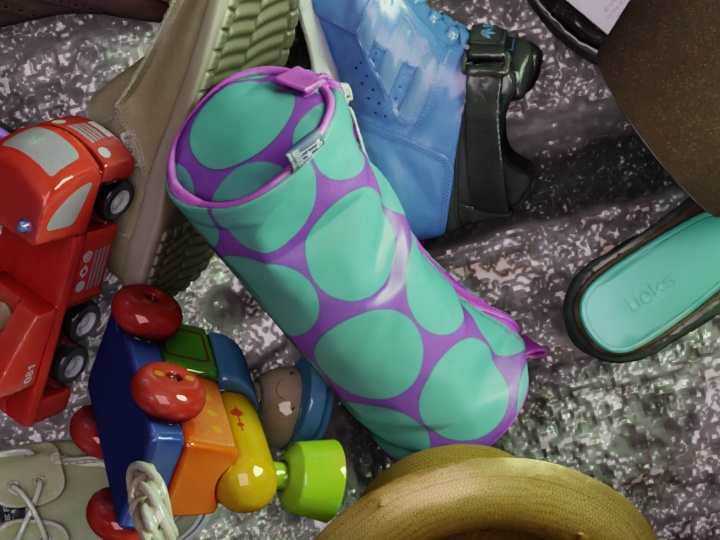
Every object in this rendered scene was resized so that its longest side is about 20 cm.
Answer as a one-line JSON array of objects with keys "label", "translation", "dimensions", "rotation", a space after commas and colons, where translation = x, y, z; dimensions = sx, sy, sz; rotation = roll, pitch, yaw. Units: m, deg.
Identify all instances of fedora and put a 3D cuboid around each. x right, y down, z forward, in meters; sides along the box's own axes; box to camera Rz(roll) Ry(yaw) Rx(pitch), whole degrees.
[{"label": "fedora", "translation": [0.046, 0.145, 1.099], "dimensions": [0.200, 0.082, 0.201], "rotation": [-5, 128, -6]}]

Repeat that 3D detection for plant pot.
[{"label": "plant pot", "translation": [0.208, -0.118, 1.033], "dimensions": [0.200, 0.187, 0.187], "rotation": [-38, 88, 16]}]

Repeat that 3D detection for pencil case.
[{"label": "pencil case", "translation": [0.000, 0.000, 1.077], "dimensions": [0.092, 0.085, 0.200], "rotation": [-41, 126, -5]}]

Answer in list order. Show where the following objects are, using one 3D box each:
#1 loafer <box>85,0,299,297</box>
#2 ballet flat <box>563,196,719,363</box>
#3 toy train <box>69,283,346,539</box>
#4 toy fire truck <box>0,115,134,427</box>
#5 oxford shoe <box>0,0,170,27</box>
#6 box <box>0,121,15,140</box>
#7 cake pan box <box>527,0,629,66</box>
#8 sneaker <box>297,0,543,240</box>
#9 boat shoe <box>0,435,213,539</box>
[{"label": "loafer", "translation": [-0.088, -0.078, 1.106], "dimensions": [0.068, 0.076, 0.200], "rotation": [32, 119, 21]}, {"label": "ballet flat", "translation": [0.183, -0.022, 1.123], "dimensions": [0.200, 0.068, 0.068], "rotation": [-26, 89, 2]}, {"label": "toy train", "translation": [-0.057, 0.091, 1.067], "dimensions": [0.115, 0.200, 0.085], "rotation": [12, 115, -20]}, {"label": "toy fire truck", "translation": [-0.182, 0.032, 1.079], "dimensions": [0.049, 0.141, 0.200], "rotation": [32, 119, 25]}, {"label": "oxford shoe", "translation": [-0.173, -0.145, 1.152], "dimensions": [0.199, 0.071, 0.073], "rotation": [14, 121, -2]}, {"label": "box", "translation": [-0.270, -0.072, 1.116], "dimensions": [0.200, 0.122, 0.106], "rotation": [33, 91, 3]}, {"label": "cake pan box", "translation": [0.164, -0.186, 1.135], "dimensions": [0.184, 0.052, 0.200], "rotation": [39, 91, 4]}, {"label": "sneaker", "translation": [0.029, -0.115, 1.124], "dimensions": [0.111, 0.077, 0.201], "rotation": [-10, 94, 8]}, {"label": "boat shoe", "translation": [-0.168, 0.119, 1.141], "dimensions": [0.199, 0.062, 0.072], "rotation": [-7, 90, 1]}]
